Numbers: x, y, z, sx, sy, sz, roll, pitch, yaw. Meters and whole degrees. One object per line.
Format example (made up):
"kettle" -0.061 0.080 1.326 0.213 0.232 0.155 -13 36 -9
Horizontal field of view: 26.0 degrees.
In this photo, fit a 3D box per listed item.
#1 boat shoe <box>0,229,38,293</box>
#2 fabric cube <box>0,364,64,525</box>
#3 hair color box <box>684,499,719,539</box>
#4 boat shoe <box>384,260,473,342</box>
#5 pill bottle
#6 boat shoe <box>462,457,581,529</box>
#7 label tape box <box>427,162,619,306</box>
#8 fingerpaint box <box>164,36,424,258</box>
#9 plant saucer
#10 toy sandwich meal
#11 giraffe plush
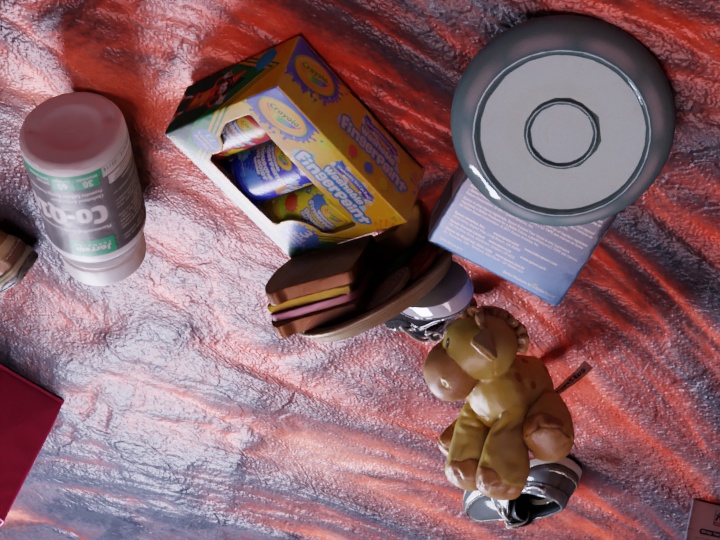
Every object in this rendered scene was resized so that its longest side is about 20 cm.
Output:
"boat shoe" -0.476 -0.003 1.898 0.199 0.076 0.074 -24 120 35
"fabric cube" -0.559 0.243 2.139 0.199 0.201 0.196 32 144 -15
"hair color box" 0.414 0.374 1.806 0.099 0.201 0.061 11 143 15
"boat shoe" 0.065 0.039 1.605 0.068 0.074 0.199 54 154 -17
"pill bottle" -0.288 -0.082 1.658 0.112 0.114 0.201 12 143 13
"boat shoe" 0.190 0.283 1.923 0.073 0.062 0.199 37 141 -21
"label tape box" 0.171 -0.086 1.445 0.143 0.063 0.201 27 118 -7
"fingerpaint box" -0.064 -0.114 1.535 0.166 0.074 0.200 -16 130 40
"plant saucer" 0.177 -0.124 1.372 0.198 0.027 0.202 3 118 6
"toy sandwich meal" 0.000 0.000 1.571 0.204 0.205 0.071 -17 110 41
"giraffe plush" 0.138 0.116 1.651 0.162 0.200 0.172 51 160 -27
